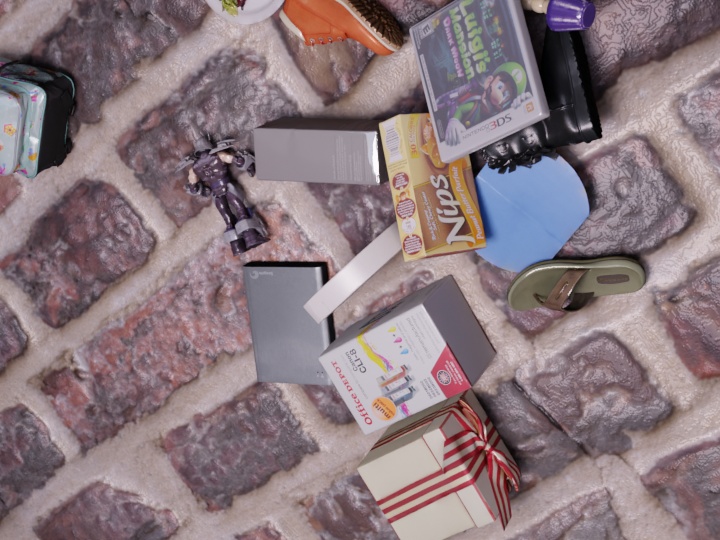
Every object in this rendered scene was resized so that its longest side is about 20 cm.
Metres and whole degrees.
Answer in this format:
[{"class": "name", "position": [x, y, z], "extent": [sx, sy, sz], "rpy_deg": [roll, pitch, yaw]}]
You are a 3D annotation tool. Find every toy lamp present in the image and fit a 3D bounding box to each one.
[{"class": "toy lamp", "position": [0.218, -0.354, 1.484], "extent": [0.200, 0.058, 0.058], "rpy_deg": [25, 117, 39]}]

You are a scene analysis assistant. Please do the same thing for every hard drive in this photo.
[{"class": "hard drive", "position": [-0.111, 0.084, 1.809], "extent": [0.139, 0.033, 0.201], "rpy_deg": [1, 107, 22]}]

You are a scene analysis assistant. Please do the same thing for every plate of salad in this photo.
[{"class": "plate of salad", "position": [-0.177, -0.459, 1.631], "extent": [0.200, 0.048, 0.201], "rpy_deg": [10, 109, 32]}]

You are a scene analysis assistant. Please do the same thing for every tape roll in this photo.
[{"class": "tape roll", "position": [0.000, 0.000, 1.642], "extent": [0.037, 0.203, 0.203], "rpy_deg": [49, 117, 1]}]

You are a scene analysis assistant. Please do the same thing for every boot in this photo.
[{"class": "boot", "position": [-0.029, -0.353, 1.615], "extent": [0.200, 0.075, 0.107], "rpy_deg": [40, 120, 15]}, {"class": "boot", "position": [0.230, -0.237, 1.520], "extent": [0.162, 0.073, 0.199], "rpy_deg": [-14, 79, 27]}]

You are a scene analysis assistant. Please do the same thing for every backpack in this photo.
[{"class": "backpack", "position": [-0.586, -0.254, 1.826], "extent": [0.200, 0.153, 0.176], "rpy_deg": [25, 120, 20]}]

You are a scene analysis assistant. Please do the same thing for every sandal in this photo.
[{"class": "sandal", "position": [0.303, 0.025, 1.595], "extent": [0.200, 0.057, 0.080], "rpy_deg": [-10, 135, 23]}]

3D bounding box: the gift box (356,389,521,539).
[{"class": "gift box", "position": [0.130, 0.309, 1.698], "extent": [0.186, 0.200, 0.185], "rpy_deg": [-30, 99, 26]}]

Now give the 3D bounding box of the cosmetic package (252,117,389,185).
[{"class": "cosmetic package", "position": [-0.049, -0.178, 1.657], "extent": [0.199, 0.107, 0.091], "rpy_deg": [2, 107, 23]}]

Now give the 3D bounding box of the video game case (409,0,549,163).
[{"class": "video game case", "position": [0.154, -0.267, 1.495], "extent": [0.182, 0.023, 0.201], "rpy_deg": [-22, 77, 44]}]

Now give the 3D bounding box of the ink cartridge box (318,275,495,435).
[{"class": "ink cartridge box", "position": [0.070, 0.128, 1.688], "extent": [0.200, 0.145, 0.146], "rpy_deg": [-29, 95, 28]}]

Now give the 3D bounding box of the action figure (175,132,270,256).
[{"class": "action figure", "position": [-0.214, -0.124, 1.766], "extent": [0.130, 0.069, 0.201], "rpy_deg": [-21, 95, 33]}]

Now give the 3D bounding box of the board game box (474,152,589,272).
[{"class": "board game box", "position": [0.236, -0.094, 1.610], "extent": [0.158, 0.039, 0.200], "rpy_deg": [39, 124, 5]}]

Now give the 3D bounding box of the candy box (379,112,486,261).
[{"class": "candy box", "position": [0.102, -0.120, 1.580], "extent": [0.055, 0.115, 0.201], "rpy_deg": [-13, 87, 55]}]
